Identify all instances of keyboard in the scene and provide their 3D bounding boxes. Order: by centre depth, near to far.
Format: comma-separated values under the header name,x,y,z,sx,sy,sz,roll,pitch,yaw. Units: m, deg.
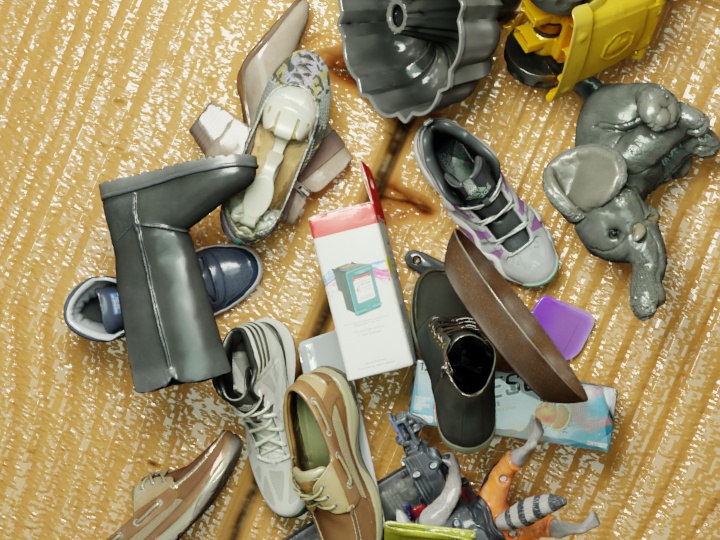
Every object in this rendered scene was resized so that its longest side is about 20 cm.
name,x,y,z,sx,sy,sz,roll,pitch,yaw
keyboard,-0.019,0.161,1.469,0.056,0.011,0.201,-18,78,28

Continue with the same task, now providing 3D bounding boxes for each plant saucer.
name,x,y,z,sx,sy,sz,roll,pitch,yaw
plant saucer,0.137,0.049,1.368,0.034,0.200,0.200,-37,88,9

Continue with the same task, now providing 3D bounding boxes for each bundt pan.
name,x,y,z,sx,sy,sz,roll,pitch,yaw
bundt pan,0.063,-0.246,1.414,0.076,0.202,0.203,-10,89,-34

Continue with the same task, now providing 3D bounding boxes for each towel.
name,x,y,z,sx,sy,sz,roll,pitch,yaw
towel,0.063,0.298,1.413,0.086,0.200,0.018,5,52,4

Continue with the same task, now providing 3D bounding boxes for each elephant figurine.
name,x,y,z,sx,sy,sz,roll,pitch,yaw
elephant figurine,0.241,-0.075,1.413,0.141,0.155,0.200,33,83,-19

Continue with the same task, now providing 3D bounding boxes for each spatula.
name,x,y,z,sx,sy,sz,roll,pitch,yaw
spatula,0.134,0.029,1.479,0.199,0.021,0.057,26,96,6

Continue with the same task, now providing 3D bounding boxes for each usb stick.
name,x,y,z,sx,sy,sz,roll,pitch,yaw
usb stick,-0.017,0.264,1.485,0.200,0.033,0.056,-32,81,3

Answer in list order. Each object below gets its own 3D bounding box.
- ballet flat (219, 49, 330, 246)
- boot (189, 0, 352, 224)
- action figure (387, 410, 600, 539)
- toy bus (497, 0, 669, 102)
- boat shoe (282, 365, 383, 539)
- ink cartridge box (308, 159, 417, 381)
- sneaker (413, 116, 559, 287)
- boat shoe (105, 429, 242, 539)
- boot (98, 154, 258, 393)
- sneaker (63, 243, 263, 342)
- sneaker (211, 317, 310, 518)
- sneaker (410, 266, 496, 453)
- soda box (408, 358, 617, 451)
name,x,y,z,sx,sy,sz,roll,pitch,yaw
ballet flat,-0.078,-0.114,1.413,0.072,0.072,0.201,22,94,3
boot,-0.068,-0.152,1.477,0.146,0.070,0.200,38,93,-3
action figure,0.101,0.218,1.408,0.193,0.105,0.200,-30,110,17
toy bus,0.212,-0.289,1.422,0.191,0.136,0.200,-22,63,-17
boat shoe,-0.036,0.195,1.416,0.075,0.074,0.201,-12,90,39
ink cartridge box,0.000,0.000,1.442,0.067,0.116,0.201,-14,88,5
sneaker,0.118,-0.065,1.421,0.078,0.140,0.200,-42,87,2
boat shoe,-0.196,0.234,1.476,0.072,0.076,0.200,39,91,5
boot,-0.154,0.003,1.377,0.164,0.066,0.201,-12,85,22
sneaker,-0.196,0.023,1.458,0.199,0.108,0.070,-16,89,4
sneaker,-0.103,0.148,1.441,0.075,0.115,0.201,-13,86,22
sneaker,0.094,0.059,1.385,0.074,0.106,0.201,-8,55,-7
soda box,0.148,0.131,1.454,0.199,0.068,0.064,7,89,5
